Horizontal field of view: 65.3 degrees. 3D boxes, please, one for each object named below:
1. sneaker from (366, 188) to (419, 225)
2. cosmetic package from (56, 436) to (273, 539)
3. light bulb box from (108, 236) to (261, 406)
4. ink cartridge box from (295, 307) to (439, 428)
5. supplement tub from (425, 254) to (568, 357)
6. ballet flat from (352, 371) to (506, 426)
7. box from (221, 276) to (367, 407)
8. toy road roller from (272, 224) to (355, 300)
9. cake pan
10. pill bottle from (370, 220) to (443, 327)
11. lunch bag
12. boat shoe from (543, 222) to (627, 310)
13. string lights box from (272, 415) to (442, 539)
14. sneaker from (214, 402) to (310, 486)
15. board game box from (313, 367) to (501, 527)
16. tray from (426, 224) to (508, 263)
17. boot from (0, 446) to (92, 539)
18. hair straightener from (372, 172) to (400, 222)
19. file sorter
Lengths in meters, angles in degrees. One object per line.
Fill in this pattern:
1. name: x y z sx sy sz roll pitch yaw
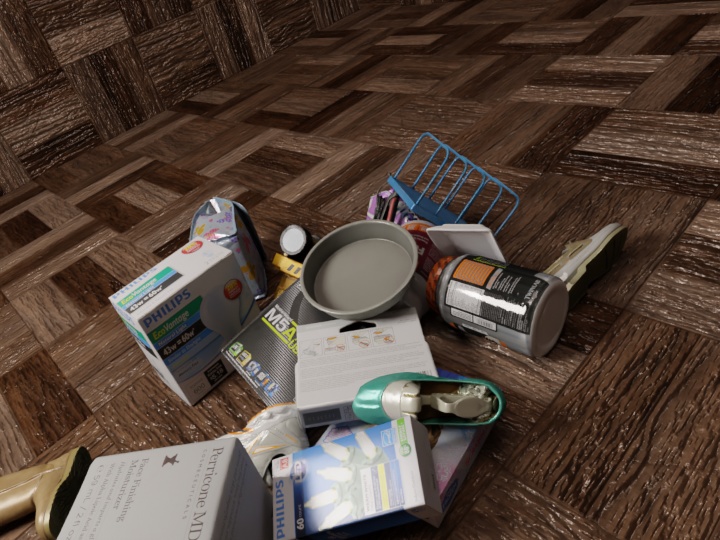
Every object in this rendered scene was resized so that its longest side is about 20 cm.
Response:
1. sneaker: 0.087 -0.108 1.141 0.199 0.116 0.072 17 18 39
2. cosmetic package: -0.217 0.323 0.655 0.197 0.167 0.166 -12 35 10
3. light bulb box: -0.291 0.084 0.992 0.124 0.202 0.198 19 49 43
4. ink cartridge box: 0.004 0.136 0.820 0.197 0.044 0.174 -9 32 -2
5. supplement tub: 0.207 0.046 0.873 0.198 0.124 0.122 20 49 43
6. ballet flat: 0.087 0.162 0.704 0.196 0.069 0.070 0 -9 0
7. box: -0.096 0.129 0.906 0.193 0.048 0.199 -43 55 -12
8. toy road roller: -0.074 0.016 1.054 0.198 0.123 0.148 23 89 20
9. cake pan: 0.000 0.000 0.910 0.197 0.037 0.202 -11 46 12
10. pill bottle: 0.083 0.012 0.985 0.113 0.115 0.201 0 38 26
11. lunch bag: -0.275 -0.048 1.195 0.125 0.171 0.201 -21 33 -2
12. boat shoe: 0.366 -0.020 0.929 0.199 0.075 0.068 -37 44 -24
13. string lights box: -0.009 0.260 0.679 0.198 0.059 0.104 -23 51 18
14. sneaker: -0.157 0.268 0.781 0.199 0.076 0.093 -34 64 10
15. board game box: 0.066 0.217 0.775 0.198 0.042 0.200 11 44 36
16. tray: 0.189 -0.030 0.932 0.106 0.200 0.022 4 69 29
17. boot: -0.519 0.363 0.842 0.197 0.067 0.175 -20 22 -3
18. hair straightener: 0.033 -0.097 1.124 0.076 0.203 0.041 12 3 41
19. file sorter: 0.178 -0.150 1.063 0.123 0.198 0.139 -56 30 17
